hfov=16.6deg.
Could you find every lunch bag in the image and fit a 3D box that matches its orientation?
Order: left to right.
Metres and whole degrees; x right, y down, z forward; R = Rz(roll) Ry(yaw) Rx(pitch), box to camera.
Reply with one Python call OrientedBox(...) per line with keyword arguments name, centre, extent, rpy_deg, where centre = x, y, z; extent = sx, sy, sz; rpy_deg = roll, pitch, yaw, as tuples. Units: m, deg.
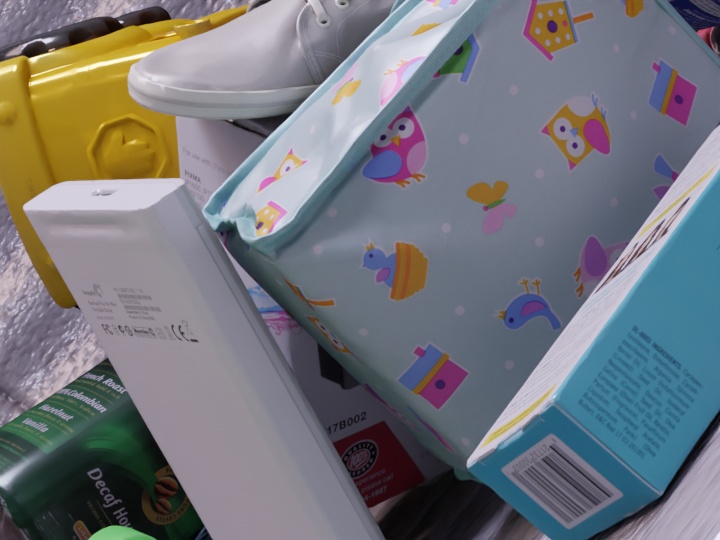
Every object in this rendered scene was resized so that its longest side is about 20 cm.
OrientedBox(name="lunch bag", centre=(0.064, -0.034, 1.003), extent=(0.200, 0.170, 0.122), rpy_deg=(-49, 16, -8))

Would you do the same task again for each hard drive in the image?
OrientedBox(name="hard drive", centre=(-0.063, 0.053, 1.053), extent=(0.026, 0.200, 0.132), rpy_deg=(-37, 19, -24))

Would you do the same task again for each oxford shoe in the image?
OrientedBox(name="oxford shoe", centre=(-0.010, -0.109, 1.068), extent=(0.199, 0.075, 0.058), rpy_deg=(-17, -58, -24))

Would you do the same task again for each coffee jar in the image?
OrientedBox(name="coffee jar", centre=(-0.096, 0.079, 1.204), extent=(0.200, 0.104, 0.085), rpy_deg=(-40, 29, -24))

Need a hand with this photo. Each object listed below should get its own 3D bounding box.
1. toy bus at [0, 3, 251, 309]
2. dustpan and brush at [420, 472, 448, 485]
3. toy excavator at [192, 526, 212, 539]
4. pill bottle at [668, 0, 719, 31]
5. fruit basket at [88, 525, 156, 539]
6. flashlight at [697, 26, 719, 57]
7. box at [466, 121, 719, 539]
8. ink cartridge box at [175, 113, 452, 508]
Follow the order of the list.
OrientedBox(name="toy bus", centre=(-0.066, -0.079, 1.230), extent=(0.191, 0.136, 0.200), rpy_deg=(-18, 6, 20))
OrientedBox(name="dustpan and brush", centre=(0.010, 0.096, 1.292), extent=(0.140, 0.057, 0.200), rpy_deg=(-42, -22, 15))
OrientedBox(name="toy excavator", centre=(-0.042, 0.161, 1.183), extent=(0.200, 0.100, 0.195), rpy_deg=(-38, 10, 40))
OrientedBox(name="pill bottle", centre=(0.190, -0.171, 1.065), extent=(0.200, 0.112, 0.112), rpy_deg=(-9, 34, 49))
OrientedBox(name="fruit basket", centre=(-0.116, 0.199, 0.905), extent=(0.215, 0.156, 0.216), rpy_deg=(-39, 14, 12))
OrientedBox(name="flashlight", centre=(0.220, -0.134, 1.156), extent=(0.200, 0.068, 0.068), rpy_deg=(-46, -35, 12))
OrientedBox(name="box", centre=(0.121, 0.002, 0.867), extent=(0.200, 0.049, 0.082), rpy_deg=(-51, 2, -27))
OrientedBox(name="ink cartridge box", centre=(0.000, 0.000, 1.136), extent=(0.147, 0.086, 0.201), rpy_deg=(-22, -56, -33))
